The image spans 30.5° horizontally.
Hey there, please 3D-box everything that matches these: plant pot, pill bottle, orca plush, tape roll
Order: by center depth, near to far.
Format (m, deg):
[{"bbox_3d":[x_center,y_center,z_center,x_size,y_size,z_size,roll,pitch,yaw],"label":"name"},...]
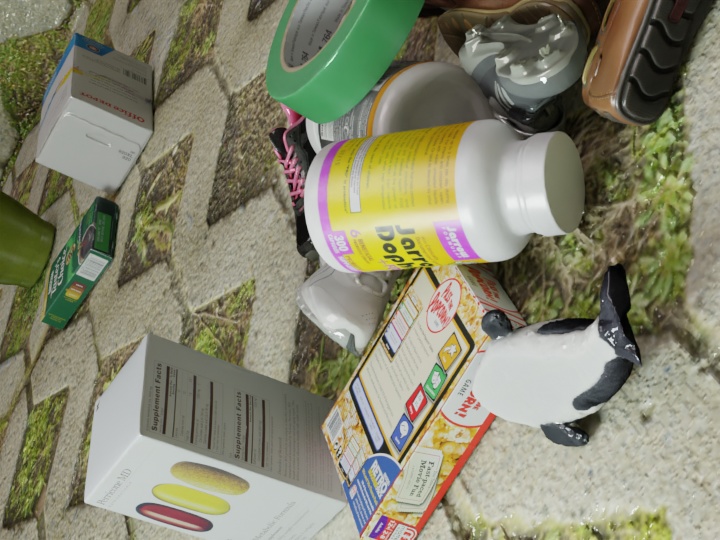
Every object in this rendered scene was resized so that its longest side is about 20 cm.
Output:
[{"bbox_3d":[0.139,0.044,0.858,0.071,0.105,0.201,-37,-17,-26],"label":"orca plush"},{"bbox_3d":[0.063,-0.056,0.992,0.198,0.104,0.105,-5,62,33],"label":"pill bottle"},{"bbox_3d":[-0.010,-0.228,1.152,0.200,0.048,0.202,-46,29,34],"label":"tape roll"},{"bbox_3d":[0.029,-0.127,1.169,0.200,0.115,0.118,21,89,66],"label":"pill bottle"},{"bbox_3d":[-0.680,-0.060,2.455,0.200,0.191,0.202,-45,34,41],"label":"plant pot"}]

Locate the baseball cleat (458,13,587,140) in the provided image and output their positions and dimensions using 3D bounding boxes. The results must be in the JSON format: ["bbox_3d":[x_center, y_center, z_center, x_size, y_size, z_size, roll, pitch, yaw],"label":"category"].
[{"bbox_3d":[0.134,-0.137,0.976,0.069,0.107,0.200,-34,19,1],"label":"baseball cleat"}]

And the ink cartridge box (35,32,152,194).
[{"bbox_3d":[-0.437,-0.259,2.178,0.145,0.146,0.201,-53,28,30],"label":"ink cartridge box"}]

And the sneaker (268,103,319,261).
[{"bbox_3d":[-0.056,-0.105,1.347,0.079,0.095,0.202,-35,42,47],"label":"sneaker"}]

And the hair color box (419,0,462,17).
[{"bbox_3d":[0.056,-0.293,1.262,0.200,0.101,0.062,15,82,66],"label":"hair color box"}]

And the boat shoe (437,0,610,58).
[{"bbox_3d":[0.136,-0.205,1.084,0.068,0.072,0.199,-44,21,-17],"label":"boat shoe"}]

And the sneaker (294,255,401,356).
[{"bbox_3d":[0.000,0.000,1.137,0.087,0.074,0.201,-46,15,23],"label":"sneaker"}]

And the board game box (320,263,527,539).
[{"bbox_3d":[0.048,0.093,1.034,0.201,0.046,0.152,-59,26,19],"label":"board game box"}]

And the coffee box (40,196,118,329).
[{"bbox_3d":[-0.455,-0.010,2.137,0.200,0.044,0.124,-47,32,38],"label":"coffee box"}]

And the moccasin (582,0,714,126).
[{"bbox_3d":[0.211,-0.202,0.921,0.078,0.073,0.204,39,116,56],"label":"moccasin"}]

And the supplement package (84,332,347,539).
[{"bbox_3d":[-0.124,0.158,1.148,0.114,0.198,0.110,-48,31,36],"label":"supplement package"}]
